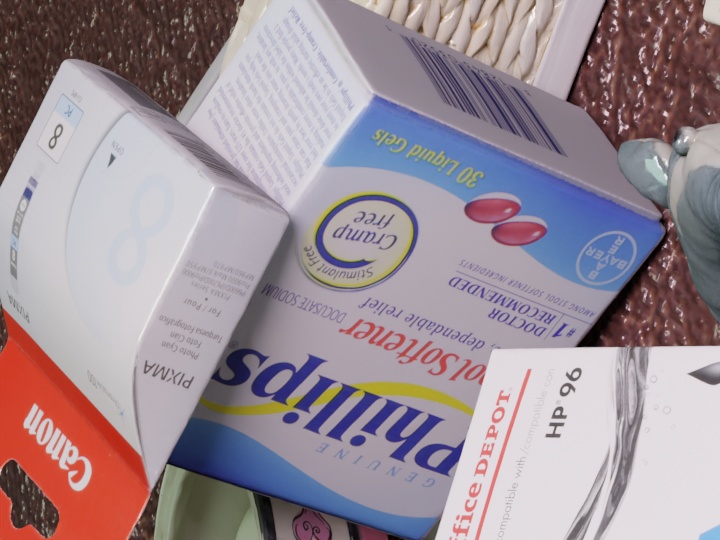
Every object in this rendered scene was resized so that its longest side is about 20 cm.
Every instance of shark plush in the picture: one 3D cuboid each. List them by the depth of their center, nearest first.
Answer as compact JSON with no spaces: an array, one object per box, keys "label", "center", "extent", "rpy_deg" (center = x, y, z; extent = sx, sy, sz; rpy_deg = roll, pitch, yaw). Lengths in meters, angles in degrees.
[{"label":"shark plush","center":[0.156,-0.014,1.053],"extent":[0.200,0.090,0.084],"rpy_deg":[161,108,-85]}]

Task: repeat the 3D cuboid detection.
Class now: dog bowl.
[{"label":"dog bowl","center":[-0.044,0.171,1.396],"extent":[0.200,0.073,0.202],"rpy_deg":[180,90,-70]}]

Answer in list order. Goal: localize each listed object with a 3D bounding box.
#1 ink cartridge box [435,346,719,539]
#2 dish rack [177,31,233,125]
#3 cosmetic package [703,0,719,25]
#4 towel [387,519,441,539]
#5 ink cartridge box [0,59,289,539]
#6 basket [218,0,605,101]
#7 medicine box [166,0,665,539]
[{"label":"ink cartridge box","center":[0.095,0.093,1.013],"extent":[0.199,0.068,0.117],"rpy_deg":[-3,59,41]},{"label":"dish rack","center":[-0.054,-0.043,1.521],"extent":[0.200,0.043,0.172],"rpy_deg":[-53,40,42]},{"label":"cosmetic package","center":[0.222,-0.096,0.977],"extent":[0.200,0.103,0.074],"rpy_deg":[30,109,60]},{"label":"towel","center":[0.040,0.113,1.338],"extent":[0.201,0.023,0.144],"rpy_deg":[-62,34,33]},{"label":"ink cartridge box","center":[-0.125,0.027,1.187],"extent":[0.160,0.047,0.201],"rpy_deg":[39,102,52]},{"label":"basket","center":[0.028,-0.137,1.314],"extent":[0.136,0.123,0.201],"rpy_deg":[50,126,52]},{"label":"medicine box","center":[0.000,0.000,1.234],"extent":[0.200,0.182,0.103],"rpy_deg":[-54,39,20]}]
